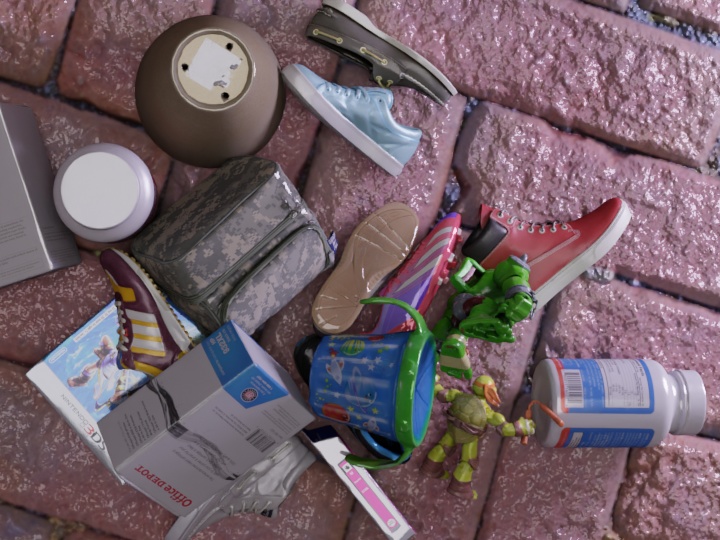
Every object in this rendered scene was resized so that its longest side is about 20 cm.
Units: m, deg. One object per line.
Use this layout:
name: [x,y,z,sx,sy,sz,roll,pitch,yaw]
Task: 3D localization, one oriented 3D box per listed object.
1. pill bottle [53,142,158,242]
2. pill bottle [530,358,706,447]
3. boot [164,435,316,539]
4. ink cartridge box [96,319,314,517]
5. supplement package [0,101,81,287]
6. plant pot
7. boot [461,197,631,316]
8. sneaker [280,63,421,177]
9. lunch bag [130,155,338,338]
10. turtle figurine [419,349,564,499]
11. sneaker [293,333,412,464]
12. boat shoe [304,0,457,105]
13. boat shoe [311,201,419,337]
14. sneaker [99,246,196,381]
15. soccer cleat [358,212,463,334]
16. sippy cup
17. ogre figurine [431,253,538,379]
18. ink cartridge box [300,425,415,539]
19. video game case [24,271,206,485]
pill bottle: [-0.292,-0.088,1.455,0.113,0.200,0.113,0,91,-8]
pill bottle: [0.322,0.166,1.583,0.200,0.112,0.112,2,91,-8]
boot: [-0.143,0.277,1.542,0.096,0.074,0.200,41,85,1]
ink cartridge box: [-0.178,0.174,1.458,0.200,0.084,0.145,-37,138,3]
supplement package: [-0.424,-0.082,1.470,0.121,0.120,0.200,-17,93,5]
plant pot: [-0.174,-0.220,1.469,0.187,0.200,0.188,0,90,-7]
boot: [0.230,-0.055,1.586,0.200,0.072,0.144,-40,98,-2]
sneaker: [-0.007,-0.202,1.541,0.200,0.074,0.082,37,91,-29]
lunch bag: [-0.140,-0.018,1.496,0.200,0.139,0.168,-44,122,-19]
turtle figurine: [0.140,0.196,1.549,0.200,0.064,0.161,25,104,27]
sneaker: [-0.002,0.157,1.555,0.073,0.082,0.200,-44,94,-3]
boat shoe: [0.025,-0.260,1.560,0.202,0.072,0.060,35,88,0]
boat shoe: [0.000,0.000,1.563,0.072,0.065,0.200,35,68,-5]
sneaker: [-0.261,0.068,1.480,0.090,0.075,0.200,-36,94,-12]
soccer cleat: [0.067,0.013,1.574,0.076,0.067,0.200,22,85,12]
sippy cup: [0.012,0.130,1.470,0.130,0.140,0.178,7,60,14]
ogre figurine: [0.144,0.049,1.521,0.098,0.200,0.120,25,50,0]
ink cartridge box: [-0.011,0.248,1.548,0.037,0.095,0.200,-41,95,-4]
video game case: [-0.271,0.128,1.539,0.200,0.045,0.181,-41,96,-5]
